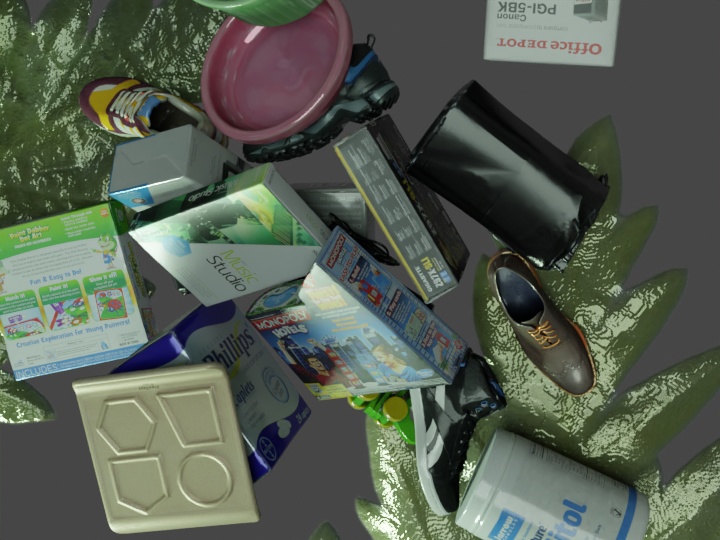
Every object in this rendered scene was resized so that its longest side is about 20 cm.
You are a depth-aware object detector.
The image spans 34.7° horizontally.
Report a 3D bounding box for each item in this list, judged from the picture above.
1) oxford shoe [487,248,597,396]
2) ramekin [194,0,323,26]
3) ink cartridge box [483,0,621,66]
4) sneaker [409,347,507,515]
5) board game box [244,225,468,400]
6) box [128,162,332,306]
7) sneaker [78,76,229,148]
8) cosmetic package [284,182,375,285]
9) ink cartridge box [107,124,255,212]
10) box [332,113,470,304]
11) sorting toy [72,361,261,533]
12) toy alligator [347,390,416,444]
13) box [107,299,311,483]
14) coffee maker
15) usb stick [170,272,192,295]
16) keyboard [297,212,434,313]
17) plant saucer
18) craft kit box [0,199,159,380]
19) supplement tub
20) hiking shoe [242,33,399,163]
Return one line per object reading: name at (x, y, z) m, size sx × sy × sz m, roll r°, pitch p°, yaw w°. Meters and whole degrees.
oxford shoe at (0.209, 0.070, 1.351) m, size 0.071 × 0.073 × 0.200 m, roll -35°, pitch 95°, yaw 16°
ramekin at (-0.108, -0.367, 1.267) m, size 0.199 × 0.098 × 0.201 m, roll -5°, pitch 78°, yaw 25°
ink cartridge box at (0.213, -0.324, 1.253) m, size 0.146 × 0.083 × 0.201 m, roll 4°, pitch 103°, yaw 9°
sneaker at (0.124, 0.192, 1.380) m, size 0.112 × 0.073 × 0.201 m, roll -9°, pitch 91°, yaw 20°
board game box at (-0.019, 0.049, 1.266) m, size 0.200 × 0.062 × 0.200 m, roll -12°, pitch 127°, yaw 39°
box at (-0.138, -0.035, 1.283) m, size 0.200 × 0.036 × 0.144 m, roll -18°, pitch 132°, yaw 31°
sneaker at (-0.252, -0.189, 1.356) m, size 0.199 × 0.090 × 0.075 m, roll 19°, pitch 82°, yaw 14°
cosmetic package at (-0.036, -0.003, 1.376) m, size 0.106 × 0.090 × 0.201 m, roll -1°, pitch 100°, yaw 8°
ink cartridge box at (-0.181, -0.088, 1.348) m, size 0.116 × 0.200 × 0.068 m, roll -9°, pitch 65°, yaw 31°
box at (0.051, -0.075, 1.303) m, size 0.049 × 0.160 × 0.200 m, roll -29°, pitch 97°, yaw 17°
sorting toy at (-0.215, 0.200, 1.298) m, size 0.185 × 0.036 × 0.201 m, roll -8°, pitch 106°, yaw 15°
toy alligator at (0.005, 0.137, 1.419) m, size 0.200 × 0.059 × 0.054 m, roll 37°, pitch 67°, yaw 1°
box at (-0.175, 0.150, 1.387) m, size 0.105 × 0.184 × 0.200 m, roll -34°, pitch 95°, yaw 19°
coffee maker at (0.162, -0.106, 1.257) m, size 0.200 × 0.192 × 0.135 m, roll 36°, pitch 94°, yaw -1°
usb stick at (-0.232, -0.070, 1.427) m, size 0.055 × 0.033 × 0.201 m, roll -16°, pitch 99°, yaw 7°
keyboard at (0.000, 0.000, 1.320) m, size 0.200 × 0.040 × 0.104 m, roll 33°, pitch 128°, yaw -2°
plant saucer at (-0.089, -0.231, 1.311) m, size 0.200 × 0.051 × 0.201 m, roll -12°, pitch 65°, yaw 27°
craft kit box at (-0.375, 0.025, 1.472) m, size 0.199 × 0.049 × 0.198 m, roll -12°, pitch 103°, yaw 13°
supplement tub at (0.227, 0.285, 1.368) m, size 0.200 × 0.132 × 0.132 m, roll 24°, pitch 106°, yaw 4°
hiking shoe at (-0.055, -0.193, 1.351) m, size 0.200 × 0.074 × 0.087 m, roll -26°, pitch 85°, yaw 8°
